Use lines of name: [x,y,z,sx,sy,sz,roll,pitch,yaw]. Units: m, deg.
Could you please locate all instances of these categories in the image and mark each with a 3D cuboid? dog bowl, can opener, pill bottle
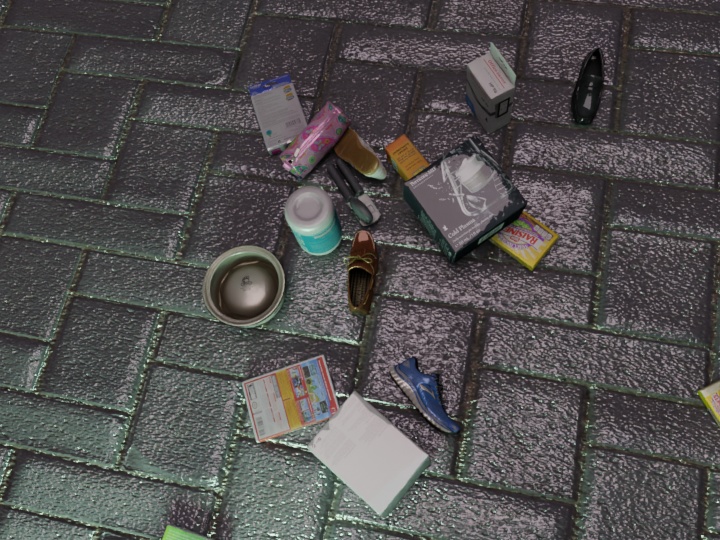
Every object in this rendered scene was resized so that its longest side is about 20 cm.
dog bowl: [-0.265,0.045,1.674,0.199,0.074,0.201,-3,70,7]
can opener: [-0.019,-0.196,1.731,0.053,0.067,0.200,-31,70,-5]
pill bottle: [-0.102,-0.104,1.638,0.110,0.200,0.111,-3,69,7]

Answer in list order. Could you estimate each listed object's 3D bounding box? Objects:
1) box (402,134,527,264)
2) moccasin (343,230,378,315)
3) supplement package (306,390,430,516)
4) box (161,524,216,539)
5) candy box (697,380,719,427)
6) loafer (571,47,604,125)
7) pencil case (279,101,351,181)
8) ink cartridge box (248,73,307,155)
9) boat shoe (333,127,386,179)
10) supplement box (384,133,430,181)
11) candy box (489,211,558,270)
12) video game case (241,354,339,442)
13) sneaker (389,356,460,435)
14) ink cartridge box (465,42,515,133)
box: [0.231,-0.157,1.599,0.200,0.124,0.197,-35,78,-4]
moccasin: [-0.002,0.000,1.653,0.073,0.078,0.202,8,72,10]
supplement package: [0.021,0.382,1.474,0.200,0.151,0.152,38,78,18]
box: [-0.372,0.654,1.491,0.144,0.036,0.201,15,74,12]
candy box: [0.797,0.316,1.465,0.102,0.026,0.201,-26,69,0]
loafer: [0.560,-0.453,1.747,0.068,0.070,0.201,12,72,12]
pencil case: [-0.114,-0.320,1.763,0.200,0.087,0.087,-47,71,2]
ink cartridge box: [-0.209,-0.406,1.846,0.119,0.042,0.201,-19,72,-1]
boat shoe: [-0.002,-0.283,1.764,0.071,0.069,0.200,-46,50,11]
supplement box: [0.142,-0.231,1.725,0.066,0.069,0.200,-36,73,-3]
candy box: [0.351,-0.098,1.663,0.200,0.026,0.102,38,82,18]
video game case: [-0.156,0.287,1.603,0.199,0.017,0.144,-19,69,1]
sneaker: [0.152,0.268,1.538,0.089,0.079,0.200,-38,70,-4]
ink cartridge box: [0.309,-0.434,1.703,0.068,0.200,0.116,-28,69,-3]
